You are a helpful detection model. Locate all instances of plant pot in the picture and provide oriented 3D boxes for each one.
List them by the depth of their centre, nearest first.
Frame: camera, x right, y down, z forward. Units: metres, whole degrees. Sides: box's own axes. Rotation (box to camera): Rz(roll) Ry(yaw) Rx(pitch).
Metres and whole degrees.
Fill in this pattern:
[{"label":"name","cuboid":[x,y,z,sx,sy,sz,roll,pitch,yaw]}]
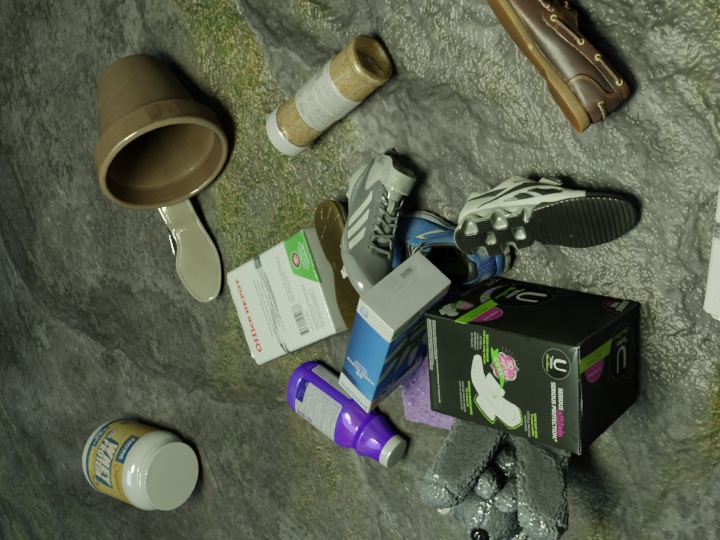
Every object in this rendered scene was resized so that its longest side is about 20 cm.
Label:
[{"label":"plant pot","cuboid":[-0.315,-0.220,1.383,0.201,0.198,0.177,-51,56,43]}]

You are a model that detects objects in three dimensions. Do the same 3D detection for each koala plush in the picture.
[{"label":"koala plush","cuboid":[0.173,0.272,1.161,0.174,0.185,0.202,16,138,12]}]

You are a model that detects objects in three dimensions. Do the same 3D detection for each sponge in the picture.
[{"label":"sponge","cuboid":[0.093,0.109,1.215,0.110,0.030,0.204,5,113,41]}]

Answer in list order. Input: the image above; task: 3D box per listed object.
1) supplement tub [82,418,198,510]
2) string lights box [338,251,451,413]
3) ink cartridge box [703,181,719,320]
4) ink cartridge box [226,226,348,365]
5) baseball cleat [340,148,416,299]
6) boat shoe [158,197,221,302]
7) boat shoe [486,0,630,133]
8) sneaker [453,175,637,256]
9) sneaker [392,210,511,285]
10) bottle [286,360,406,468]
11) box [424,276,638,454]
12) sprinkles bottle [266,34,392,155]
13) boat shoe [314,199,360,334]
[{"label":"supplement tub","cuboid":[-0.412,0.364,1.744,0.198,0.144,0.147,5,112,41]},{"label":"string lights box","cuboid":[0.037,0.078,1.122,0.059,0.102,0.201,41,149,19]},{"label":"ink cartridge box","cuboid":[0.403,-0.046,0.838,0.144,0.084,0.204,18,120,37]},{"label":"ink cartridge box","cuboid":[-0.091,0.036,1.330,0.199,0.082,0.149,-24,84,46]},{"label":"baseball cleat","cuboid":[0.023,-0.066,1.140,0.106,0.069,0.203,-39,43,41]},{"label":"boat shoe","cuboid":[-0.274,-0.049,1.509,0.063,0.071,0.203,-116,6,-76]},{"label":"boat shoe","cuboid":[0.200,-0.241,0.964,0.070,0.070,0.201,-35,85,7]},{"label":"sneaker","cuboid":[0.203,-0.074,1.027,0.196,0.089,0.075,-3,135,20]},{"label":"sneaker","cuboid":[0.083,-0.023,1.146,0.198,0.088,0.080,6,113,44]},{"label":"bottle","cuboid":[-0.021,0.214,1.366,0.198,0.065,0.085,32,128,29]},{"label":"box","cuboid":[0.194,0.098,1.053,0.198,0.147,0.127,12,115,40]},{"label":"sprinkles bottle","cuboid":[-0.044,-0.221,1.193,0.199,0.068,0.069,-31,86,46]},{"label":"boat shoe","cuboid":[0.000,0.000,1.236,0.073,0.064,0.204,-22,82,49]}]
